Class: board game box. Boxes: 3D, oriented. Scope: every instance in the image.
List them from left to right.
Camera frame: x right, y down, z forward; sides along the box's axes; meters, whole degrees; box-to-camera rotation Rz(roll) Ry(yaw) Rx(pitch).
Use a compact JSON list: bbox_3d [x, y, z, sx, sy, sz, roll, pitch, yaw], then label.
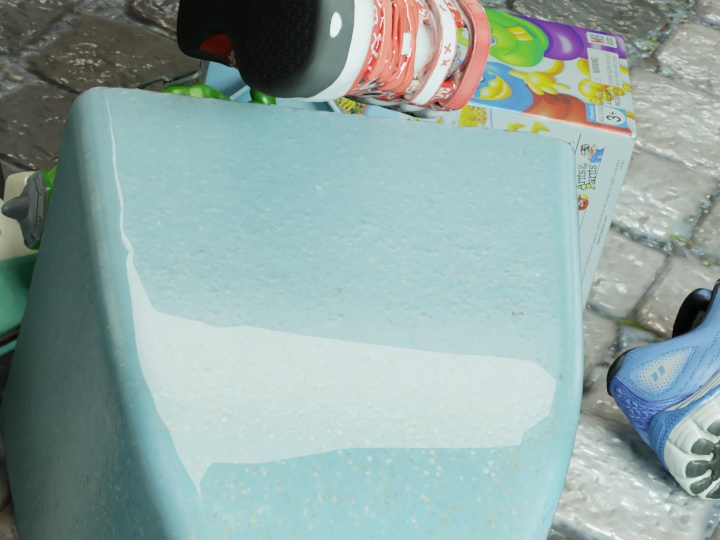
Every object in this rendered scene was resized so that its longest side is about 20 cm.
[{"bbox_3d":[0.019,-0.065,1.388,0.199,0.105,0.103,11,32,-6],"label":"board game box"}]

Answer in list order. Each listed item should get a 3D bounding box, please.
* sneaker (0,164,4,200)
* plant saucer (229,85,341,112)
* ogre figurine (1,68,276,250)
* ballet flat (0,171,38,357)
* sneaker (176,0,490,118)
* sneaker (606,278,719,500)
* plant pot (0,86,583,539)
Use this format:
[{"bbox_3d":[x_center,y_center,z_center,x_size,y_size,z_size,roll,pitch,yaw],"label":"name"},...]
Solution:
[{"bbox_3d":[-0.194,-0.025,1.261,0.074,0.085,0.200,15,32,0],"label":"sneaker"},{"bbox_3d":[0.000,0.000,1.277,0.070,0.019,0.200,-35,71,-3],"label":"plant saucer"},{"bbox_3d":[-0.061,-0.015,1.190,0.120,0.098,0.200,-14,-8,23],"label":"ogre figurine"},{"bbox_3d":[-0.147,-0.003,1.229,0.067,0.071,0.200,-18,5,27],"label":"ballet flat"},{"bbox_3d":[0.004,-0.092,1.083,0.108,0.067,0.201,10,4,-16],"label":"sneaker"},{"bbox_3d":[0.192,0.032,1.332,0.200,0.079,0.089,-17,46,-40],"label":"sneaker"},{"bbox_3d":[-0.024,0.078,1.082,0.195,0.197,0.200,6,45,-13],"label":"plant pot"}]
